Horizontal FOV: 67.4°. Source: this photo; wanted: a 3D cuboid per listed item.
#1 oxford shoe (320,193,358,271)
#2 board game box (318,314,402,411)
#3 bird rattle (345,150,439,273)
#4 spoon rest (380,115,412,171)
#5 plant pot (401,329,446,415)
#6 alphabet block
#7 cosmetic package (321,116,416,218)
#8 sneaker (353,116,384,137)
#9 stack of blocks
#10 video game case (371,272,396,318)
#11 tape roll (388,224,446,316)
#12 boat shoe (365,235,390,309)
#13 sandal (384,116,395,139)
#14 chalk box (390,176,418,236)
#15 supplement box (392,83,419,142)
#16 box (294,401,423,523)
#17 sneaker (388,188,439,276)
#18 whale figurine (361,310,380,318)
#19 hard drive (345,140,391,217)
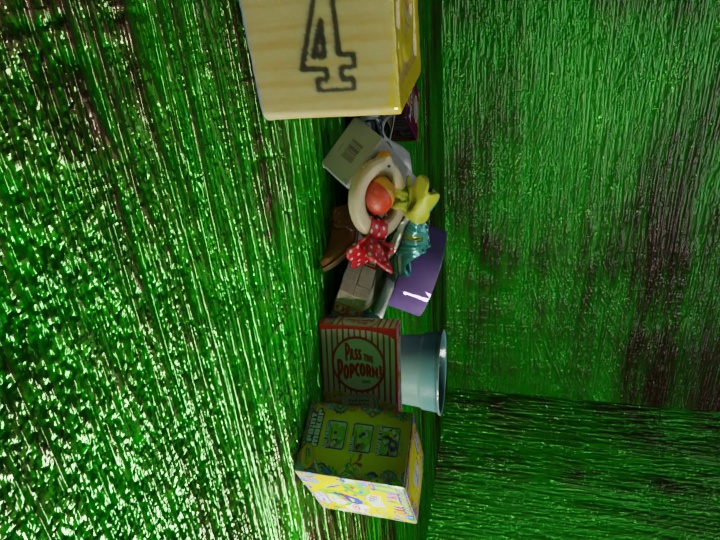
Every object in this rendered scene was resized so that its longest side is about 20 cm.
[{"bbox_3d":[-0.041,-0.073,1.003,0.072,0.070,0.203,51,34,-22],"label":"oxford shoe"},{"bbox_3d":[0.002,0.190,0.997,0.046,0.145,0.209,-44,133,-69],"label":"board game box"},{"bbox_3d":[0.031,-0.107,0.937,0.200,0.112,0.165,-43,124,-16],"label":"bird rattle"},{"bbox_3d":[0.078,-0.272,1.201,0.102,0.058,0.204,-89,168,-45],"label":"spoon rest"},{"bbox_3d":[0.112,0.246,1.344,0.200,0.188,0.210,1,90,-76],"label":"plant pot"},{"bbox_3d":[-0.029,-0.330,0.715,0.198,0.192,0.202,-69,156,-52],"label":"alphabet block"},{"bbox_3d":[0.028,-0.178,1.017,0.109,0.085,0.199,-50,149,4],"label":"cosmetic package"},{"bbox_3d":[0.008,-0.332,1.079,0.202,0.067,0.112,74,10,-57],"label":"sneaker"},{"bbox_3d":[0.000,0.000,1.063,0.203,0.057,0.117,-72,-179,-47],"label":"stack of blocks"},{"bbox_3d":[0.053,0.062,1.276,0.184,0.023,0.205,-72,180,-55],"label":"video game case"},{"bbox_3d":[0.128,-0.006,1.244,0.200,0.082,0.207,19,89,-90],"label":"tape roll"},{"bbox_3d":[0.024,0.000,1.228,0.071,0.071,0.204,82,25,-46],"label":"boat shoe"},{"bbox_3d":[0.042,-0.344,1.225,0.057,0.076,0.210,-22,113,-79],"label":"sandal"},{"bbox_3d":[0.104,-0.166,1.414,0.125,0.119,0.208,51,42,-66],"label":"chalk box"},{"bbox_3d":[0.087,-0.414,1.351,0.199,0.099,0.137,8,85,-75],"label":"supplement box"},{"bbox_3d":[0.008,0.342,0.953,0.203,0.185,0.125,74,23,-51],"label":"box"},{"bbox_3d":[0.108,-0.073,1.065,0.078,0.078,0.203,-54,173,-51],"label":"sneaker"},{"bbox_3d":[0.008,0.187,1.109,0.159,0.099,0.209,47,46,-70],"label":"whale figurine"},{"bbox_3d":[0.030,-0.176,1.150,0.135,0.042,0.201,-46,151,-9],"label":"hard drive"}]
